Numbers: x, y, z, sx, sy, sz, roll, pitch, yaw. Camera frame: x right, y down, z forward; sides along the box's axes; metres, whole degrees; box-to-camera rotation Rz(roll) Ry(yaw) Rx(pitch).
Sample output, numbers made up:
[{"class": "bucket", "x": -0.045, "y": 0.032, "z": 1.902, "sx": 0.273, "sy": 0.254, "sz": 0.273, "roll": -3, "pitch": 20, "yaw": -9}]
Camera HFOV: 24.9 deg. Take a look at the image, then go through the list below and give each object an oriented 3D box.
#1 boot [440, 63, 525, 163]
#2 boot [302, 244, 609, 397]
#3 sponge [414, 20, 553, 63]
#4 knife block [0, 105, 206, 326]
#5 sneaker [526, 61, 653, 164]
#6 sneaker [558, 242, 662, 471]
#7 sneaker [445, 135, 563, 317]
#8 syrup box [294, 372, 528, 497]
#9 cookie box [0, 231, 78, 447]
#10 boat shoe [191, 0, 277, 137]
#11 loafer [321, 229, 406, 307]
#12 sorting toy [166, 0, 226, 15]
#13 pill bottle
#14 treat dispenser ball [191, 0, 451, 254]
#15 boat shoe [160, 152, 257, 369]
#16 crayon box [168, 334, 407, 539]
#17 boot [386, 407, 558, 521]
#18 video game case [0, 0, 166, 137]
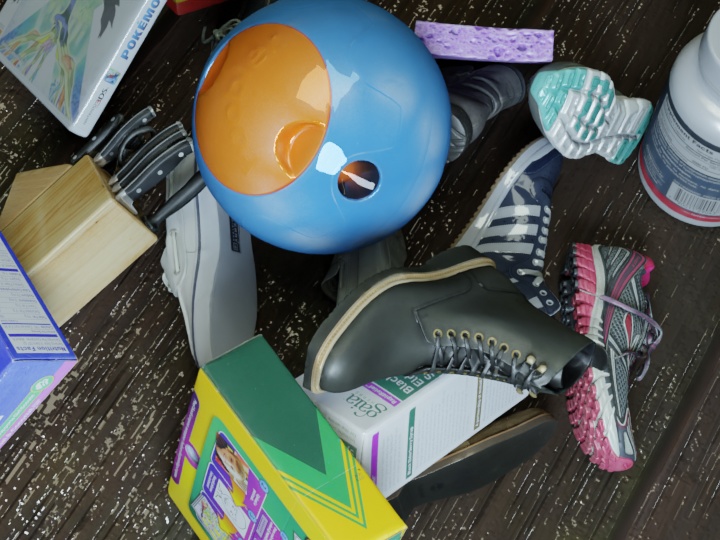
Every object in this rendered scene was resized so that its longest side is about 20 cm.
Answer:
[{"class": "boot", "x": 0.033, "y": -0.139, "z": 1.414, "sx": 0.200, "sy": 0.070, "sz": 0.132, "roll": 9, "pitch": 30, "yaw": 27}, {"class": "boot", "x": 0.070, "y": 0.057, "z": 1.140, "sx": 0.138, "sy": 0.078, "sz": 0.200, "roll": 34, "pitch": 44, "yaw": 28}, {"class": "sponge", "x": 0.107, "y": -0.192, "z": 1.380, "sx": 0.111, "sy": 0.200, "sz": 0.030, "roll": 4, "pitch": 97, "yaw": 5}, {"class": "knife block", "x": -0.208, "y": -0.032, "z": 1.297, "sx": 0.175, "sy": 0.064, "sz": 0.200, "roll": -6, "pitch": 56, "yaw": 34}, {"class": "sneaker", "x": 0.172, "y": -0.141, "z": 1.377, "sx": 0.091, "sy": 0.200, "sz": 0.078, "roll": 32, "pitch": 97, "yaw": 26}, {"class": "sneaker", "x": 0.207, "y": 0.065, "z": 1.314, "sx": 0.075, "sy": 0.081, "sz": 0.200, "roll": 3, "pitch": 62, "yaw": -4}, {"class": "sneaker", "x": 0.140, "y": -0.013, "z": 1.354, "sx": 0.108, "sy": 0.070, "sz": 0.200, "roll": 31, "pitch": 72, "yaw": 17}, {"class": "syrup box", "x": 0.040, "y": 0.090, "z": 1.223, "sx": 0.079, "sy": 0.081, "sz": 0.200, "roll": 29, "pitch": 42, "yaw": 33}, {"class": "cookie box", "x": -0.330, "y": 0.045, "z": 1.240, "sx": 0.171, "sy": 0.075, "sz": 0.200, "roll": -45, "pitch": 66, "yaw": 25}, {"class": "boat shoe", "x": -0.106, "y": -0.182, "z": 1.422, "sx": 0.062, "sy": 0.075, "sz": 0.200, "roll": 22, "pitch": 68, "yaw": -25}, {"class": "loafer", "x": 0.000, "y": 0.000, "z": 1.336, "sx": 0.070, "sy": 0.070, "sz": 0.200, "roll": -17, "pitch": 46, "yaw": 15}, {"class": "sorting toy", "x": -0.122, "y": -0.310, "z": 1.453, "sx": 0.199, "sy": 0.070, "sz": 0.200, "roll": -22, "pitch": 41, "yaw": -22}, {"class": "pill bottle", "x": 0.309, "y": -0.133, "z": 1.355, "sx": 0.119, "sy": 0.200, "sz": 0.120, "roll": 2, "pitch": 62, "yaw": -3}, {"class": "treat dispenser ball", "x": -0.029, "y": -0.112, "z": 1.255, "sx": 0.201, "sy": 0.201, "sz": 0.201, "roll": 2, "pitch": 63, "yaw": -3}, {"class": "boat shoe", "x": -0.132, "y": -0.007, "z": 1.337, "sx": 0.066, "sy": 0.072, "sz": 0.200, "roll": -11, "pitch": 76, "yaw": 28}, {"class": "crayon box", "x": -0.059, "y": 0.171, "z": 1.171, "sx": 0.058, "sy": 0.200, "sz": 0.173, "roll": -28, "pitch": 68, "yaw": -29}, {"class": "boot", "x": 0.057, "y": 0.140, "z": 1.275, "sx": 0.200, "sy": 0.074, "sz": 0.075, "roll": -20, "pitch": 56, "yaw": -11}, {"class": "video game case", "x": -0.232, "y": -0.230, "z": 1.369, "sx": 0.200, "sy": 0.022, "sz": 0.182, "roll": 41, "pitch": 103, "yaw": 46}]
